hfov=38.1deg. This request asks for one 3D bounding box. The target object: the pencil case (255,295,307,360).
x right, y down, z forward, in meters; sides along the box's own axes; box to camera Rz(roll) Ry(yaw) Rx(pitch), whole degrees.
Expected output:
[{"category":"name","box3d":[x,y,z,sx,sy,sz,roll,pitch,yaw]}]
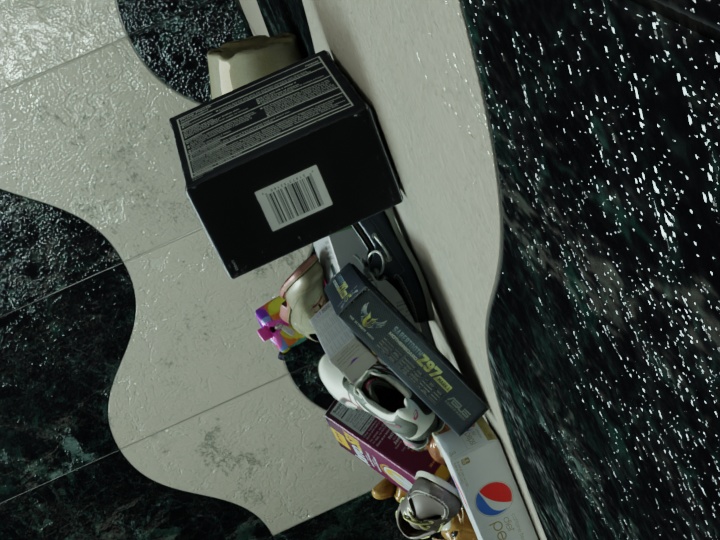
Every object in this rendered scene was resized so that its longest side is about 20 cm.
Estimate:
[{"category":"pencil case","box3d":[-0.061,0.047,1.548,0.089,0.200,0.088,57,176,6]}]

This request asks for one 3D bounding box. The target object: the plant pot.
[{"category":"plant pot","box3d":[-0.142,-0.244,1.531,0.201,0.200,0.184,-120,18,-67]}]

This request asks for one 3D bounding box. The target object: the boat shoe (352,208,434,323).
[{"category":"boat shoe","box3d":[0.025,-0.023,1.230,0.201,0.062,0.075,65,170,-6]}]

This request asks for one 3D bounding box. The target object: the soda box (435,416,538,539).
[{"category":"soda box","box3d":[0.157,0.276,1.229,0.068,0.063,0.201,-123,9,-70]}]

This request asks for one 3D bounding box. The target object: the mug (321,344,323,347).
[{"category":"mug","box3d":[0.028,0.149,1.722,0.153,0.149,0.187,59,-143,-30]}]

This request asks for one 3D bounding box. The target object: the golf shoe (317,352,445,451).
[{"category":"golf shoe","box3d":[0.016,0.138,1.275,0.200,0.077,0.088,28,166,38]}]

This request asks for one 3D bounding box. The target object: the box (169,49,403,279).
[{"category":"box","box3d":[-0.084,-0.119,1.116,0.199,0.199,0.124,-116,3,-57]}]

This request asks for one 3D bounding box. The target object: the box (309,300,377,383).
[{"category":"box","box3d":[-0.023,0.079,1.212,0.039,0.041,0.200,46,180,-14]}]

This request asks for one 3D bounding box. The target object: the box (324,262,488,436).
[{"category":"box","box3d":[0.048,0.086,1.197,0.200,0.051,0.158,45,-177,-12]}]

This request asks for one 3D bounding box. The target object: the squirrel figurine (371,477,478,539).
[{"category":"squirrel figurine","box3d":[0.149,0.352,1.589,0.187,0.142,0.200,42,-169,36]}]

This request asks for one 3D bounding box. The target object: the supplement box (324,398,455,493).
[{"category":"supplement box","box3d":[0.064,0.241,1.480,0.200,0.103,0.131,31,161,26]}]

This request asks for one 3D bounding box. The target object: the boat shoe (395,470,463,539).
[{"category":"boat shoe","box3d":[0.084,0.304,1.333,0.072,0.060,0.200,34,161,7]}]

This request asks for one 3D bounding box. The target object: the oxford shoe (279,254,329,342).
[{"category":"oxford shoe","box3d":[-0.062,0.039,1.403,0.075,0.070,0.200,43,164,12]}]

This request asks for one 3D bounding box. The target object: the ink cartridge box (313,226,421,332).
[{"category":"ink cartridge box","box3d":[0.000,0.000,1.370,0.146,0.084,0.201,163,90,-80]}]

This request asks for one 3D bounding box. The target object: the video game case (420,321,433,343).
[{"category":"video game case","box3d":[0.062,0.046,1.514,0.200,0.025,0.181,70,175,-50]}]

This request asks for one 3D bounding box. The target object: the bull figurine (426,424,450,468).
[{"category":"bull figurine","box3d":[0.104,0.197,1.337,0.121,0.065,0.200,43,-168,-25]}]
